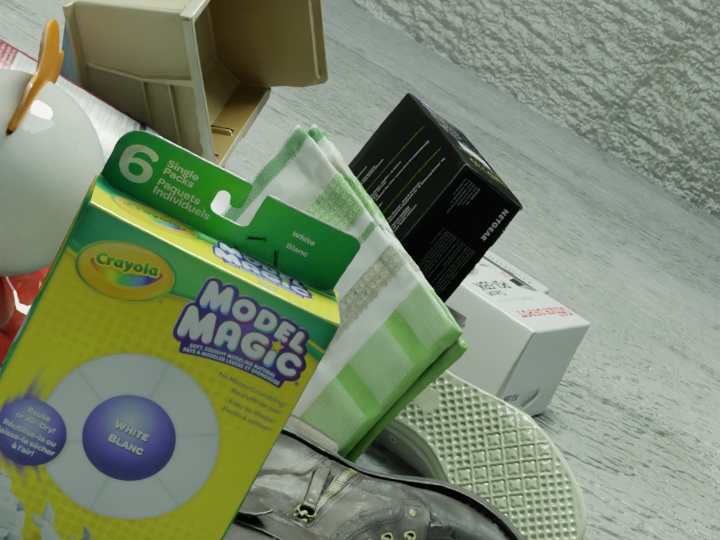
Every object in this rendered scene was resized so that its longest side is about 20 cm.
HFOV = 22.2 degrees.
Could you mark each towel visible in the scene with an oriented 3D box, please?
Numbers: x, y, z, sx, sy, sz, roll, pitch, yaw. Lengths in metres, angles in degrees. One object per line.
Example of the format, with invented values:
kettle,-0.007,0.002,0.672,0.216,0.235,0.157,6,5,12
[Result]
towel,-0.031,0.027,1.042,0.031,0.149,0.200,28,20,-45

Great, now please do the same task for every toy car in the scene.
toy car,-0.175,-0.030,0.871,0.183,0.201,0.177,28,17,-5

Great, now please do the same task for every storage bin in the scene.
storage bin,-0.103,-0.147,1.248,0.093,0.200,0.201,9,43,17

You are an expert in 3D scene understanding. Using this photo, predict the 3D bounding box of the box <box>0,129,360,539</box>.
box,-0.091,0.052,0.762,0.117,0.201,0.048,25,14,-11

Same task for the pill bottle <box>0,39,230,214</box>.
pill bottle,-0.188,-0.060,1.141,0.199,0.110,0.110,30,13,-15

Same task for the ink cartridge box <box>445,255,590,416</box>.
ink cartridge box,0.059,0.025,1.400,0.199,0.083,0.147,34,14,20

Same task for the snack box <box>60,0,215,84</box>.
snack box,-0.154,-0.139,1.363,0.067,0.170,0.200,12,10,17

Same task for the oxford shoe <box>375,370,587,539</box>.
oxford shoe,0.063,0.111,1.156,0.200,0.075,0.058,38,-20,24

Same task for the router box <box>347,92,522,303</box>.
router box,0.000,0.000,1.116,0.051,0.200,0.149,36,11,-22

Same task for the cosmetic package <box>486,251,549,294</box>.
cosmetic package,0.053,-0.009,1.580,0.199,0.052,0.151,33,17,13

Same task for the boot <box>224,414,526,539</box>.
boot,-0.010,0.150,0.890,0.199,0.070,0.174,25,19,-1
